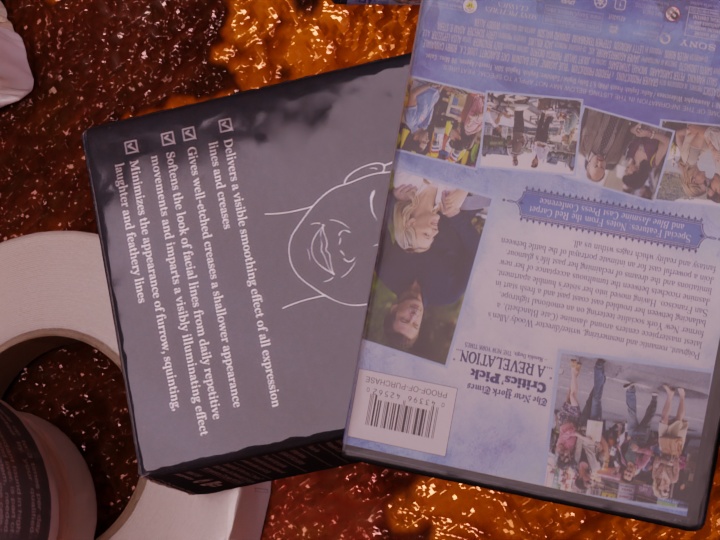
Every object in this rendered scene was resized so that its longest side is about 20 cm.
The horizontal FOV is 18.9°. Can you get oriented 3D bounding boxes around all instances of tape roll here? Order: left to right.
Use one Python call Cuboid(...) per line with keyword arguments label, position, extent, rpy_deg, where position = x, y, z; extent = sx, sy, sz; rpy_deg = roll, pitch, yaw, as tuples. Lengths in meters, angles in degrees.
Cuboid(label="tape roll", position=(-0.137, 0.083, 1.011), extent=(0.201, 0.037, 0.204), rpy_deg=(-3, 82, 21))

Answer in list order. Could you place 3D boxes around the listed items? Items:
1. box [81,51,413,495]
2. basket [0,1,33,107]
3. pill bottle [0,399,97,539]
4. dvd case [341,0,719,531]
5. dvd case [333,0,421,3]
Cuboid(label="box", position=(0.000, 0.000, 0.912), extent=(0.199, 0.107, 0.149), rpy_deg=(-12, 79, 7))
Cuboid(label="basket", position=(-0.281, -0.120, 1.040), extent=(0.199, 0.135, 0.124), rpy_deg=(-21, 72, 17))
Cuboid(label="pill bottle", position=(-0.196, 0.100, 0.904), extent=(0.112, 0.200, 0.114), rpy_deg=(-3, 83, 21))
Cuboid(label="dvd case", position=(0.078, -0.013, 0.821), extent=(0.142, 0.018, 0.201), rpy_deg=(11, 92, 12))
Cuboid(label="dvd case", position=(0.083, -0.173, 0.895), extent=(0.199, 0.018, 0.144), rpy_deg=(-1, 63, -6))
